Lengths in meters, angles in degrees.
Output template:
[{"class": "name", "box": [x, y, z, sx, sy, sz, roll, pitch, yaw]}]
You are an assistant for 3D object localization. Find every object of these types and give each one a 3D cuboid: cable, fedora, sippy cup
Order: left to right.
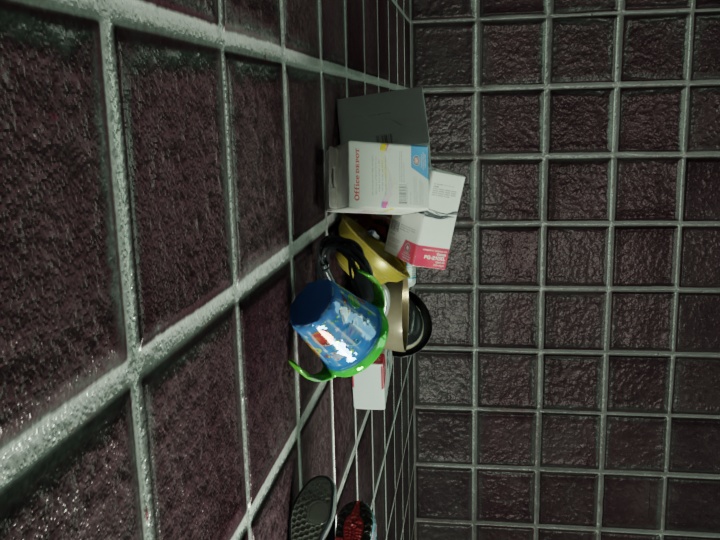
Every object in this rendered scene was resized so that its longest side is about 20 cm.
[{"class": "sippy cup", "box": [-0.043, 0.085, 1.279, 0.130, 0.139, 0.179, 44, 44, -36]}, {"class": "cable", "box": [-0.027, 0.031, 1.436, 0.163, 0.051, 0.201, -39, -109, 59]}, {"class": "fedora", "box": [0.102, 0.129, 2.107, 0.092, 0.199, 0.202, 79, 14, -65]}]

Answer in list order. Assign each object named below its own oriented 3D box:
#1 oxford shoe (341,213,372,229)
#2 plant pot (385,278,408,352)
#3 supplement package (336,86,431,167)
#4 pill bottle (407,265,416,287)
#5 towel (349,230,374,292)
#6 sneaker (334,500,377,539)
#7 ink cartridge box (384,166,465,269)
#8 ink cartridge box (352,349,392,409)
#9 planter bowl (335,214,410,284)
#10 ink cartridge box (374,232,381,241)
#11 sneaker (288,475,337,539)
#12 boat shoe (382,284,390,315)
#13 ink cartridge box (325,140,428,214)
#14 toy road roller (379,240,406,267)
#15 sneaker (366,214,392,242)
[{"class": "oxford shoe", "box": [-0.012, -0.155, 1.739, 0.200, 0.070, 0.075, 86, -2, -62]}, {"class": "plant pot", "box": [0.045, 0.098, 1.909, 0.200, 0.134, 0.202, 0, 90, -82]}, {"class": "supplement package", "box": [0.058, -0.281, 1.738, 0.200, 0.190, 0.148, 70, 14, -67]}, {"class": "pill bottle", "box": [0.128, -0.014, 2.549, 0.111, 0.110, 0.201, -25, 116, -81]}, {"class": "towel", "box": [0.000, 0.000, 1.836, 0.147, 0.024, 0.201, 110, -9, -49]}, {"class": "sneaker", "box": [-0.009, 0.485, 1.267, 0.096, 0.079, 0.201, 58, 45, -57]}, {"class": "ink cartridge box", "box": [0.133, -0.118, 1.636, 0.145, 0.084, 0.201, -148, -113, -63]}, {"class": "ink cartridge box", "box": [0.032, 0.236, 1.996, 0.200, 0.083, 0.146, -75, 164, -58]}, {"class": "planter bowl", "box": [0.007, -0.024, 1.679, 0.084, 0.200, 0.200, -48, 177, 9]}, {"class": "ink cartridge box", "box": [0.033, -0.149, 1.986, 0.200, 0.084, 0.145, 39, 51, -77]}, {"class": "sneaker", "box": [-0.066, 0.453, 1.319, 0.146, 0.077, 0.203, 42, 58, -64]}, {"class": "boat shoe", "box": [0.004, 0.120, 1.731, 0.201, 0.072, 0.066, -62, 170, 21]}, {"class": "ink cartridge box", "box": [0.020, -0.181, 1.543, 0.125, 0.199, 0.129, 178, -87, -67]}, {"class": "toy road roller", "box": [0.058, 0.009, 2.028, 0.200, 0.122, 0.147, 51, 40, -77]}, {"class": "sneaker", "box": [0.059, -0.123, 1.801, 0.200, 0.086, 0.074, 45, -34, 45]}]
